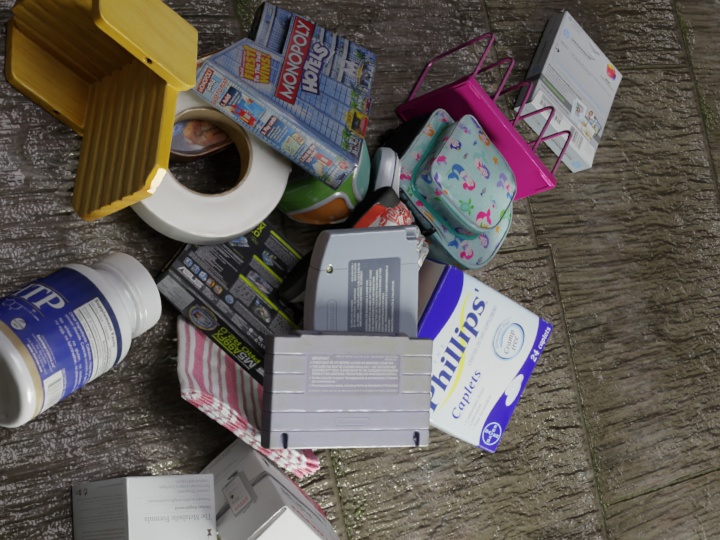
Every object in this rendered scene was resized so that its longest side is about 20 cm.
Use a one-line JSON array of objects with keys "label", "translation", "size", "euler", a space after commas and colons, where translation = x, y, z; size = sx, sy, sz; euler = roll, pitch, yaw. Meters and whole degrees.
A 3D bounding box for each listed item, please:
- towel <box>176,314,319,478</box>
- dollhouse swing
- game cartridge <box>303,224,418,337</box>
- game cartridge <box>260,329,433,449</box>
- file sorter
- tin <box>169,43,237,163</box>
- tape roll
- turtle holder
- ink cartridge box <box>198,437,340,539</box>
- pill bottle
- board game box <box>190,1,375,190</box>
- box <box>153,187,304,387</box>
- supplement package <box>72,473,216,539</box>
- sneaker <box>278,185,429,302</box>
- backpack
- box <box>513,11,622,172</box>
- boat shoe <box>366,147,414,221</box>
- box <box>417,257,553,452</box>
[{"label": "towel", "translation": [-0.129, 0.139, 1.558], "size": [0.200, 0.030, 0.146], "euler": [39, 18, -29]}, {"label": "dollhouse swing", "translation": [-0.289, -0.180, 1.430], "size": [0.182, 0.200, 0.176], "euler": [37, 57, -30]}, {"label": "game cartridge", "translation": [0.001, 0.050, 1.571], "size": [0.133, 0.042, 0.201], "euler": [-3, 102, -20]}, {"label": "game cartridge", "translation": [-0.014, 0.132, 1.533], "size": [0.199, 0.038, 0.130], "euler": [3, 85, -26]}, {"label": "file sorter", "translation": [0.179, -0.209, 1.914], "size": [0.200, 0.139, 0.126], "euler": [47, 50, -23]}, {"label": "tin", "translation": [-0.172, -0.197, 1.618], "size": [0.200, 0.042, 0.112], "euler": [-23, 89, -26]}, {"label": "tape roll", "translation": [-0.177, -0.128, 1.557], "size": [0.202, 0.037, 0.204], "euler": [6, 73, -21]}, {"label": "turtle holder", "translation": [-0.058, -0.138, 1.697], "size": [0.132, 0.141, 0.186], "euler": [46, 11, -43]}, {"label": "ink cartridge box", "translation": [-0.088, 0.284, 1.491], "size": [0.083, 0.200, 0.147], "euler": [-43, 114, -2]}, {"label": "pill bottle", "translation": [-0.305, 0.062, 1.407], "size": [0.200, 0.120, 0.120], "euler": [-35, 103, -43]}, {"label": "board game box", "translation": [-0.086, -0.220, 1.571], "size": [0.199, 0.062, 0.201], "euler": [23, 54, -17]}, {"label": "box", "translation": [-0.123, 0.025, 1.599], "size": [0.200, 0.044, 0.160], "euler": [43, 45, -12]}, {"label": "supplement package", "translation": [-0.220, 0.316, 1.425], "size": [0.114, 0.109, 0.201], "euler": [4, 76, -41]}, {"label": "sneaker", "translation": [0.001, 0.000, 1.624], "size": [0.201, 0.067, 0.108], "euler": [-45, 108, -30]}, {"label": "backpack", "translation": [0.116, -0.097, 1.828], "size": [0.200, 0.150, 0.178], "euler": [55, 48, -24]}, {"label": "box", "translation": [0.324, -0.277, 2.133], "size": [0.156, 0.041, 0.200], "euler": [42, 55, -28]}, {"label": "boat shoe", "translation": [0.035, -0.059, 1.733], "size": [0.067, 0.074, 0.201], "euler": [6, 117, -10]}, {"label": "box", "translation": [0.111, 0.103, 1.723], "size": [0.200, 0.105, 0.184], "euler": [29, 85, -33]}]
